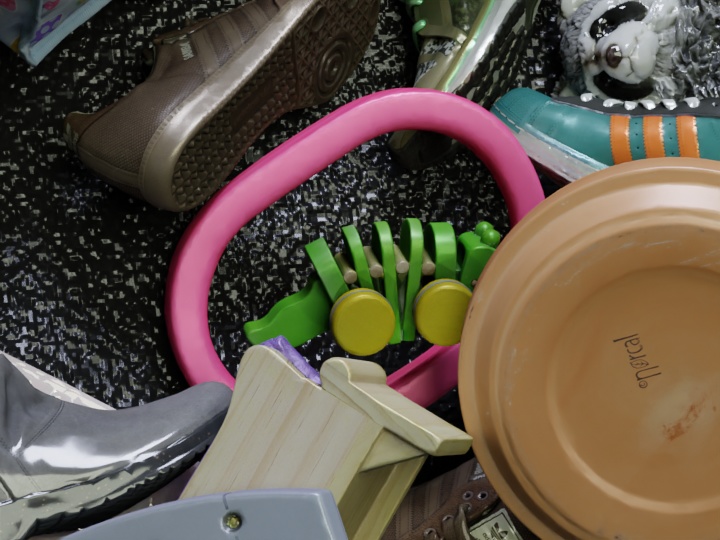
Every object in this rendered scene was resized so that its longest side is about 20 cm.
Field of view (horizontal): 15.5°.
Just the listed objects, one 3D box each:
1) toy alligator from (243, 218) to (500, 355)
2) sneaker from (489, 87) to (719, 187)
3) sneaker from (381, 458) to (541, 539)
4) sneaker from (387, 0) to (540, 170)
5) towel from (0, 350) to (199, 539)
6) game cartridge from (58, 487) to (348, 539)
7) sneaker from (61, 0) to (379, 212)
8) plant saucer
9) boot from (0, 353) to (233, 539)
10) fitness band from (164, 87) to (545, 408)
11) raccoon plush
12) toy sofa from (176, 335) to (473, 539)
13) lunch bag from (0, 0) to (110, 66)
[{"bbox_3d":[0.042,0.000,1.237,0.198,0.059,0.055,-7,109,-8],"label":"toy alligator"},{"bbox_3d":[0.159,-0.056,1.320,0.199,0.071,0.080,27,88,21],"label":"sneaker"},{"bbox_3d":[0.044,0.128,1.267,0.200,0.075,0.071,-34,91,-28],"label":"sneaker"},{"bbox_3d":[0.046,-0.143,1.365,0.088,0.077,0.201,19,68,15],"label":"sneaker"},{"bbox_3d":[-0.189,0.133,1.197,0.190,0.032,0.201,28,67,-14],"label":"towel"},{"bbox_3d":[-0.089,0.172,1.136,0.199,0.042,0.134,-20,78,11],"label":"game cartridge"},{"bbox_3d":[-0.065,-0.105,1.291,0.075,0.071,0.200,23,42,23],"label":"sneaker"},{"bbox_3d":[0.142,0.050,1.192,0.199,0.032,0.202,2,106,7],"label":"plant saucer"},{"bbox_3d":[-0.155,0.056,1.182,0.199,0.070,0.132,-24,80,-32],"label":"boot"},{"bbox_3d":[0.000,0.000,1.282,0.199,0.037,0.144,-34,100,-7],"label":"fitness band"},{"bbox_3d":[0.187,-0.103,1.412,0.200,0.133,0.097,26,68,-58],"label":"raccoon plush"},{"bbox_3d":[-0.042,0.132,1.188,0.097,0.083,0.201,30,93,14],"label":"toy sofa"},{"bbox_3d":[-0.136,-0.228,1.217,0.170,0.127,0.200,45,65,7],"label":"lunch bag"}]
